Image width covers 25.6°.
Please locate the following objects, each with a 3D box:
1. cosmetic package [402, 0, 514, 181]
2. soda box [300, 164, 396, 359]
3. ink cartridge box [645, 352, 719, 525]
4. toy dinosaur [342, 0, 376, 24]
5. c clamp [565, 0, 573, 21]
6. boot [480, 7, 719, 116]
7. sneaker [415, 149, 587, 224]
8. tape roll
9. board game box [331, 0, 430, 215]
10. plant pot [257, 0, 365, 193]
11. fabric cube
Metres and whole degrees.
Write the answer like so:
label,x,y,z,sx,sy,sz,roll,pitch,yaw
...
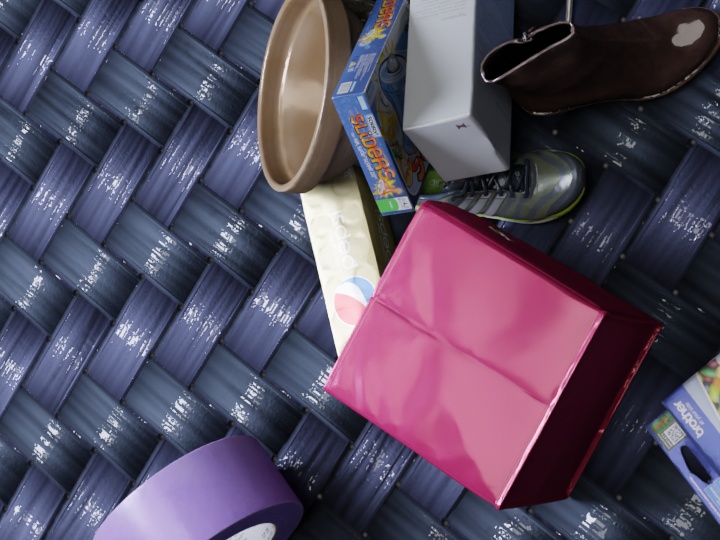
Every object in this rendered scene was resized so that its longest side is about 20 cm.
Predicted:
label,x,y,z,sx,sy,sz,roll,pitch,yaw
cosmetic package,0.094,-0.198,1.485,0.071,0.101,0.201,-10,59,24
soda box,0.000,0.000,1.587,0.067,0.064,0.202,-19,78,23
ink cartridge box,0.358,0.122,1.414,0.200,0.042,0.120,-43,68,18
toy dinosaur,-0.037,-0.300,1.624,0.077,0.103,0.200,-35,53,-11
c clamp,0.130,-0.323,1.576,0.199,0.027,0.172,11,90,26
boot,0.222,-0.196,1.440,0.199,0.166,0.073,-22,76,22
sneaker,0.120,-0.083,1.527,0.198,0.081,0.075,-3,84,26
tape roll,-0.160,0.257,1.563,0.200,0.200,0.085,-44,68,16
board game box,0.037,-0.167,1.491,0.034,0.136,0.201,-7,39,25
plant pot,-0.027,-0.172,1.552,0.201,0.092,0.203,-175,90,-69
fabric cube,0.124,0.077,1.445,0.199,0.196,0.201,32,98,25
